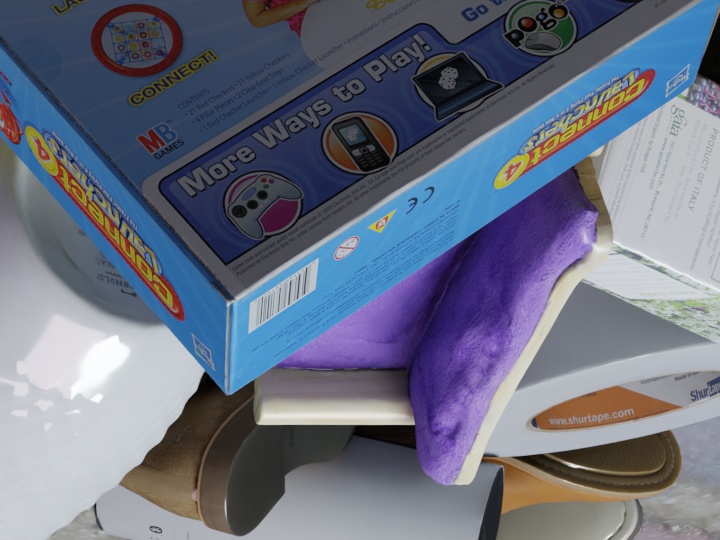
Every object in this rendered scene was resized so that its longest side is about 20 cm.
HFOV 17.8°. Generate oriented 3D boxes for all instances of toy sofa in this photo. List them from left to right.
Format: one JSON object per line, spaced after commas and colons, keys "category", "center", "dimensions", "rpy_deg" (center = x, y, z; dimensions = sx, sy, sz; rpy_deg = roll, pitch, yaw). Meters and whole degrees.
{"category": "toy sofa", "center": [0.018, -0.003, 0.846], "dimensions": [0.083, 0.098, 0.200], "rpy_deg": [1, 147, -16]}

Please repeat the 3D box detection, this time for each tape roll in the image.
{"category": "tape roll", "center": [0.124, 0.033, 1.100], "dimensions": [0.200, 0.066, 0.200], "rpy_deg": [-10, 164, -3]}

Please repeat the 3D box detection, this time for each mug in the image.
{"category": "mug", "center": [-0.150, 0.008, 0.800], "dimensions": [0.200, 0.148, 0.175], "rpy_deg": [26, 139, -28]}

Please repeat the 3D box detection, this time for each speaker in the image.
{"category": "speaker", "center": [-0.029, 0.117, 1.170], "dimensions": [0.199, 0.081, 0.081], "rpy_deg": [12, 150, 12]}

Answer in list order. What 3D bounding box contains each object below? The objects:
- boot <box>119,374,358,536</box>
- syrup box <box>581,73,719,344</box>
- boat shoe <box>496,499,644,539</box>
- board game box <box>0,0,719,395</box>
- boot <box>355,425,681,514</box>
{"category": "boot", "center": [-0.050, 0.061, 1.102], "dimensions": [0.075, 0.200, 0.074], "rpy_deg": [10, 111, 23]}
{"category": "syrup box", "center": [0.161, -0.015, 0.958], "dimensions": [0.200, 0.082, 0.079], "rpy_deg": [23, 169, -25]}
{"category": "boat shoe", "center": [0.082, 0.164, 1.345], "dimensions": [0.200, 0.072, 0.059], "rpy_deg": [-23, 151, 28]}
{"category": "board game box", "center": [-0.024, -0.092, 0.732], "dimensions": [0.200, 0.196, 0.056], "rpy_deg": [-33, 156, -23]}
{"category": "boot", "center": [0.064, 0.119, 1.266], "dimensions": [0.199, 0.074, 0.155], "rpy_deg": [10, 142, -3]}
